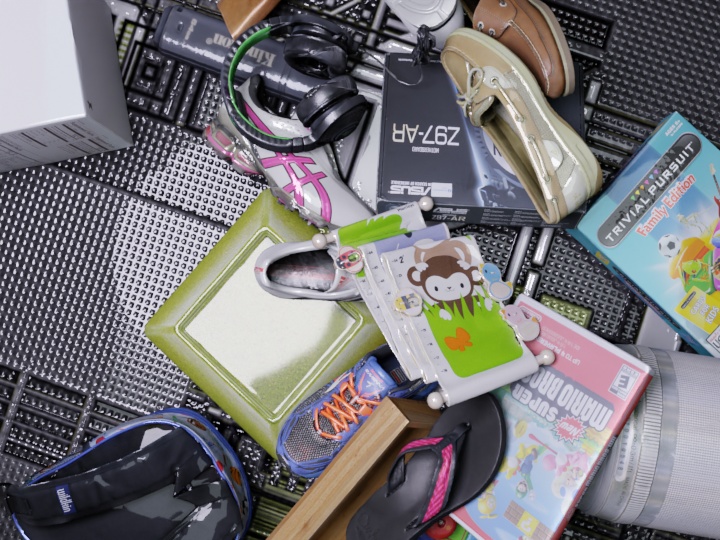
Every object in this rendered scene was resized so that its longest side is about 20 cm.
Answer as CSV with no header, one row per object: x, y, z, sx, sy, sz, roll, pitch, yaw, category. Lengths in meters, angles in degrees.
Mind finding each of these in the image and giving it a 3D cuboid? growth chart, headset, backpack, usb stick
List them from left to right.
-0.197,0.227,0.841,0.189,0.154,0.202,-31,93,8,backpack
-0.111,-0.214,0.913,0.198,0.033,0.056,20,89,3,usb stick
-0.030,-0.182,0.829,0.197,0.094,0.125,-12,83,-7,headset
0.067,0.023,0.780,0.144,0.018,0.201,-26,69,-25,growth chart

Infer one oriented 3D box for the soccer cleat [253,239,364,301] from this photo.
0.000,0.000,0.828,0.197,0.085,0.070,0,93,-2,soccer cleat

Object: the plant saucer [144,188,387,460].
-0.088,0.053,0.895,0.200,0.048,0.200,42,89,3,plant saucer

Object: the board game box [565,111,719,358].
0.328,-0.030,0.886,0.200,0.047,0.151,43,89,3,board game box

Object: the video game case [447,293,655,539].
0.144,0.138,0.778,0.142,0.017,0.202,32,94,41,video game case

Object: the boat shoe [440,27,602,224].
0.133,-0.134,0.820,0.063,0.073,0.201,-35,81,-16,boat shoe

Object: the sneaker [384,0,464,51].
0.038,-0.298,0.897,0.076,0.080,0.202,-34,67,14,sneaker

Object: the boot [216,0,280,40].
-0.053,-0.292,0.853,0.199,0.068,0.189,-37,64,11,boot

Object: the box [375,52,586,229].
0.116,-0.127,0.877,0.197,0.044,0.163,4,71,2,box

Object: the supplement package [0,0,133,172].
-0.343,-0.185,0.859,0.197,0.151,0.154,-11,87,1,supplement package

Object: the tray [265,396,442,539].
-0.007,0.204,0.840,0.037,0.098,0.201,44,102,30,tray

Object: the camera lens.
0.287,0.155,0.824,0.197,0.160,0.162,9,88,2,camera lens

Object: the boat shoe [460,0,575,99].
0.139,-0.230,0.860,0.067,0.072,0.202,-17,52,-4,boat shoe

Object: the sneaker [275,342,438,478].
0.001,0.115,0.844,0.199,0.079,0.075,-38,71,-24,sneaker

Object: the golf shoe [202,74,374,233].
-0.057,-0.107,0.881,0.199,0.073,0.092,38,100,2,golf shoe

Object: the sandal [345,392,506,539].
0.052,0.187,0.788,0.200,0.045,0.075,-49,50,13,sandal

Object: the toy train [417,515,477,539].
0.134,0.181,0.872,0.115,0.085,0.202,26,87,-9,toy train
